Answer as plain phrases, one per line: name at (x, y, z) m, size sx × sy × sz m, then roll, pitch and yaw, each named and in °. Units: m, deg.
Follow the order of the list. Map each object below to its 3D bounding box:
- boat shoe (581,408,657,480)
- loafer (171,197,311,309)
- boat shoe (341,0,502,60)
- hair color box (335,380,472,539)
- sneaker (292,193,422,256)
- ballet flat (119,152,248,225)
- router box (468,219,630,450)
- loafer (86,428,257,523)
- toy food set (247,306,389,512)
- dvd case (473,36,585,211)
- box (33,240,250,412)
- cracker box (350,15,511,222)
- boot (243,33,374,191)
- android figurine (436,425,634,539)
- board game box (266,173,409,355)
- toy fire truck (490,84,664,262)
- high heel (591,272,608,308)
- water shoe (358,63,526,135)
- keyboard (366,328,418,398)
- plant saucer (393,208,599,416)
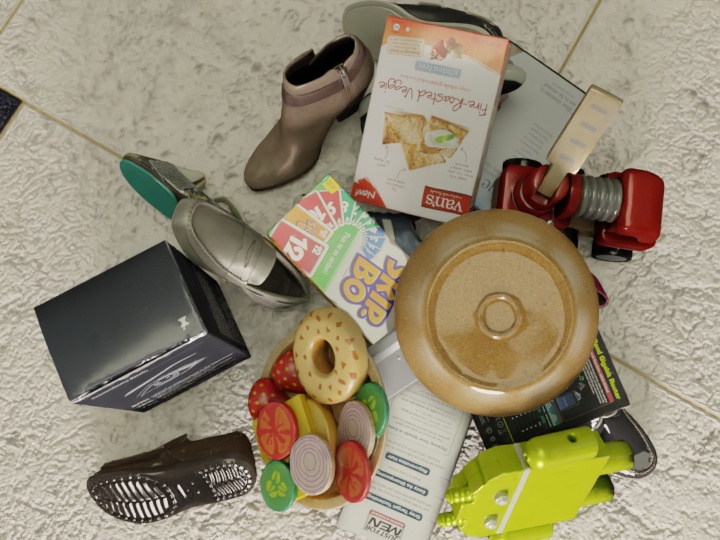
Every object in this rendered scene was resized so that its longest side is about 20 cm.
boat shoe at (0.241, 0.151, 0.853) m, size 0.200 × 0.063 × 0.073 m, roll 44°, pitch 83°, yaw 10°
loafer at (-0.122, -0.016, 0.843) m, size 0.069 × 0.200 × 0.071 m, roll 4°, pitch 68°, yaw 33°
boat shoe at (0.075, -0.291, 0.956) m, size 0.198 × 0.074 × 0.060 m, roll 14°, pitch 38°, yaw 22°
hair color box at (0.056, 0.196, 0.856) m, size 0.099 × 0.061 × 0.202 m, roll 20°, pitch 79°, yaw 8°
sneaker at (0.019, -0.044, 0.908) m, size 0.199 × 0.075 × 0.085 m, roll 33°, pitch 76°, yaw 3°
ballet flat at (-0.195, -0.078, 0.934) m, size 0.200 × 0.072 × 0.072 m, roll 41°, pitch 83°, yaw 10°
router box at (0.160, 0.070, 0.798) m, size 0.149 × 0.062 × 0.202 m, roll -23°, pitch 90°, yaw 5°
loafer at (-0.203, 0.224, 0.872) m, size 0.198 × 0.071 × 0.074 m, roll -10°, pitch 117°, yaw 9°
toy food set at (-0.047, 0.154, 0.830) m, size 0.199 × 0.048 × 0.199 m, roll -34°, pitch 64°, yaw 32°
dvd case at (0.168, -0.166, 0.946) m, size 0.142 × 0.018 × 0.201 m, roll 37°, pitch 83°, yaw 9°
box at (-0.217, 0.067, 0.828) m, size 0.147 × 0.200 × 0.105 m, roll -27°, pitch 76°, yaw -3°
cracker box at (0.076, -0.161, 0.860) m, size 0.133 × 0.058 × 0.202 m, roll 14°, pitch 103°, yaw 12°
boot at (-0.067, -0.184, 0.898) m, size 0.200 × 0.146 × 0.070 m, roll -43°, pitch 77°, yaw -6°
android figurine at (0.172, 0.218, 0.790) m, size 0.198 × 0.183 × 0.041 m, roll -5°, pitch 45°, yaw -17°
board game box at (0.000, 0.000, 0.850) m, size 0.096 × 0.030 × 0.200 m, roll -44°, pitch 88°, yaw -6°
toy fire truck at (0.242, -0.093, 0.823) m, size 0.174 × 0.200 × 0.130 m, roll 9°, pitch 83°, yaw -3°
high heel at (0.163, 0.008, 0.842) m, size 0.198 × 0.096 × 0.068 m, roll 16°, pitch 96°, yaw -16°
water shoe at (0.097, -0.183, 0.917) m, size 0.198 × 0.071 × 0.080 m, roll -10°, pitch 87°, yaw 19°
keyboard at (0.004, 0.121, 0.842) m, size 0.200 × 0.011 × 0.056 m, roll -39°, pitch 87°, yaw 33°
plant saucer at (0.130, 0.042, 0.750) m, size 0.198 × 0.035 × 0.202 m, roll 0°, pitch 91°, yaw 3°
